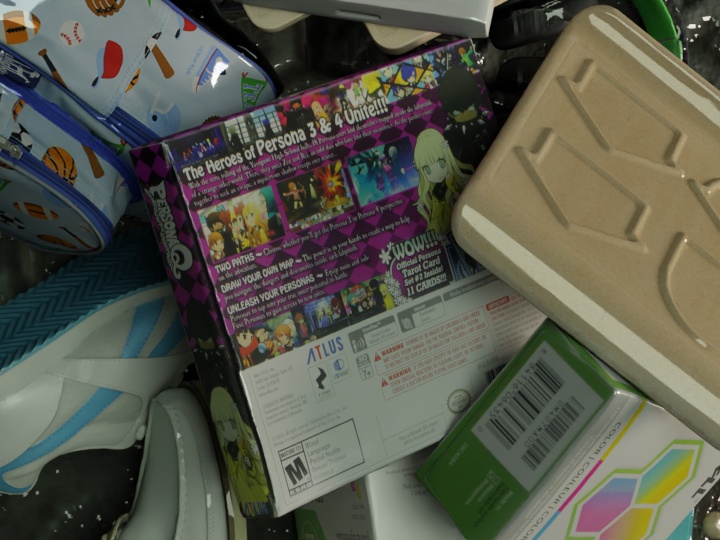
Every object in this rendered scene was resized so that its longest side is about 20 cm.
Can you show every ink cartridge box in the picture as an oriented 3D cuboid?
[{"bbox_3d":[0.126,0.098,1.282,0.104,0.059,0.200,-51,146,12],"label":"ink cartridge box"},{"bbox_3d":[0.003,0.058,1.325,0.067,0.117,0.201,-8,89,-22],"label":"ink cartridge box"}]

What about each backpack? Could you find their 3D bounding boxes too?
[{"bbox_3d":[-0.143,-0.092,1.242,0.190,0.200,0.155,26,84,-25],"label":"backpack"}]

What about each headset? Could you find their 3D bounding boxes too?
[{"bbox_3d":[0.105,-0.117,1.385,0.199,0.094,0.124,-3,89,-33],"label":"headset"}]

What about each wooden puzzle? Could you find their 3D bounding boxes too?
[{"bbox_3d":[0.144,-0.019,1.271,0.185,0.046,0.200,38,44,-3],"label":"wooden puzzle"}]

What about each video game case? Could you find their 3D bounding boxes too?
[{"bbox_3d":[0.000,0.000,1.226,0.199,0.036,0.182,-22,99,-38],"label":"video game case"}]

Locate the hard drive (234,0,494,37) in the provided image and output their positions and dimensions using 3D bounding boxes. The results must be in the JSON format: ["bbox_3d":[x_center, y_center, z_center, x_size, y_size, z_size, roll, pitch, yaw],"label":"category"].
[{"bbox_3d":[0.018,-0.221,1.298,0.131,0.027,0.201,9,73,9],"label":"hard drive"}]

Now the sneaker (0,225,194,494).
[{"bbox_3d":[-0.122,0.038,1.307,0.199,0.076,0.081,-29,121,-24],"label":"sneaker"}]

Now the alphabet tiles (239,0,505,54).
[{"bbox_3d":[0.009,-0.209,1.316,0.195,0.015,0.201,-28,70,-4],"label":"alphabet tiles"}]

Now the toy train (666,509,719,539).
[{"bbox_3d":[0.184,0.092,1.434,0.199,0.056,0.151,-31,72,-10],"label":"toy train"}]

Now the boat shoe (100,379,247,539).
[{"bbox_3d":[-0.100,0.156,1.288,0.068,0.075,0.201,-5,103,-21],"label":"boat shoe"}]

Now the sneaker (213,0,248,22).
[{"bbox_3d":[-0.011,-0.184,1.355,0.199,0.074,0.088,-8,86,-22],"label":"sneaker"}]
